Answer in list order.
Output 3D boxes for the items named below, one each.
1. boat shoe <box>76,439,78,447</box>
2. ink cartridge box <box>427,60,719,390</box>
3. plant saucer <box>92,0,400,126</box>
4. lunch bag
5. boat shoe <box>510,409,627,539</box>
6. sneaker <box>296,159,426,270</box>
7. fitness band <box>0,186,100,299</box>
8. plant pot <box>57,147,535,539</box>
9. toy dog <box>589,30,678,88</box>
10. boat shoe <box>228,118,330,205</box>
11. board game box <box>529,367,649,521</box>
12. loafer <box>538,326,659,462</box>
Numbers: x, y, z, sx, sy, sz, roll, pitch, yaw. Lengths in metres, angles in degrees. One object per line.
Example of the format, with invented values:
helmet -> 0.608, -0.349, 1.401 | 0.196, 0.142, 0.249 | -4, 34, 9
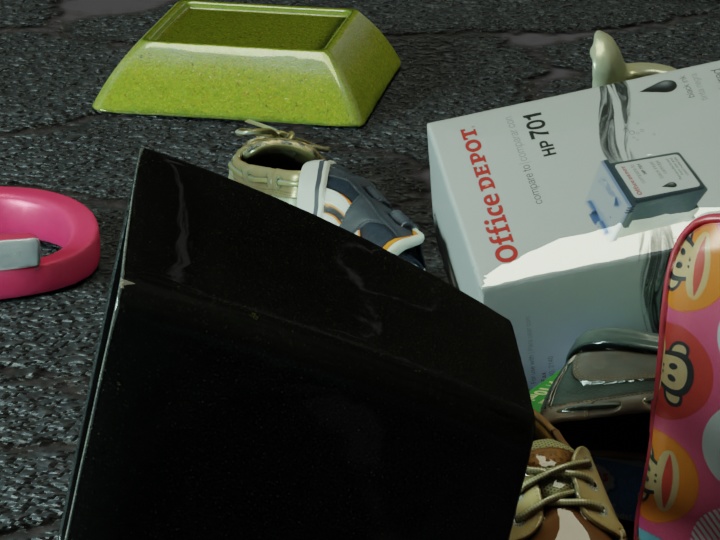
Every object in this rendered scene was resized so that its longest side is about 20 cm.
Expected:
boat shoe -> -0.049, 0.078, 1.435 | 0.199, 0.073, 0.072 | 3, 26, 32
ink cartridge box -> 0.147, -0.026, 1.625 | 0.198, 0.086, 0.147 | -11, 43, -5
plant saucer -> -0.080, -0.158, 2.209 | 0.198, 0.048, 0.200 | 4, 18, 8
lunch bag -> 0.207, 0.076, 1.244 | 0.175, 0.201, 0.082 | 23, 29, 34
boat shoe -> 0.076, 0.112, 1.328 | 0.075, 0.074, 0.200 | -4, 18, -15
sneaker -> 0.000, 0.000, 1.674 | 0.079, 0.079, 0.200 | -3, 29, 4
fitness band -> -0.253, -0.016, 1.780 | 0.198, 0.038, 0.144 | -3, 15, -15
plant pot -> -0.030, 0.083, 1.244 | 0.176, 0.201, 0.200 | 11, 17, -6
toy dog -> 0.238, -0.051, 1.799 | 0.198, 0.141, 0.194 | 3, -18, 9
boat shoe -> -0.042, -0.056, 1.867 | 0.073, 0.063, 0.200 | -3, 18, -11
board game box -> 0.176, 0.088, 1.474 | 0.199, 0.037, 0.151 | 11, 20, 26
loafer -> 0.174, 0.074, 1.380 | 0.199, 0.072, 0.063 | 6, 40, 35
